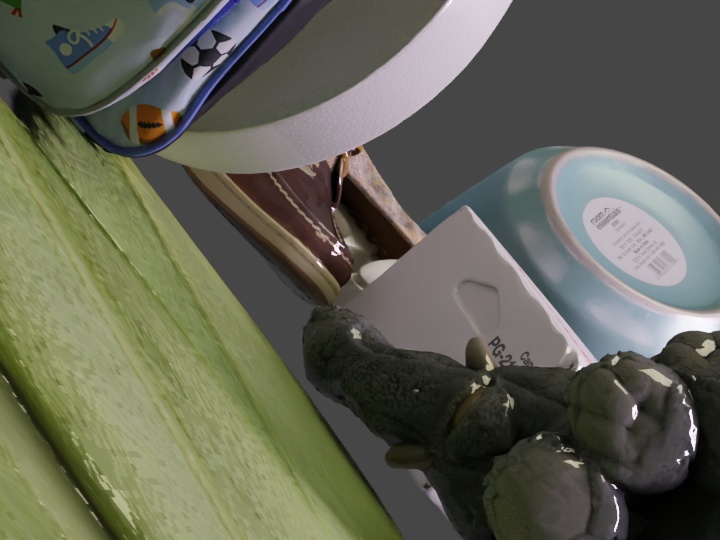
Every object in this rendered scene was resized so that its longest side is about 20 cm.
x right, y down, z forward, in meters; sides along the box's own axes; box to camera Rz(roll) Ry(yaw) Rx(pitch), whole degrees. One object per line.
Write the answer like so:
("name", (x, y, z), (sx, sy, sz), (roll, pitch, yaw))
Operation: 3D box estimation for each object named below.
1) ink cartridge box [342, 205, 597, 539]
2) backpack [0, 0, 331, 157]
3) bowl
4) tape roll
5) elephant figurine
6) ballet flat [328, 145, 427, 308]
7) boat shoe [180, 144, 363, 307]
("ink cartridge box", (0.087, 0.090, 1.091), (0.200, 0.084, 0.145), (49, 4, -31))
("backpack", (-0.081, -0.153, 0.835), (0.191, 0.200, 0.154), (47, 17, 1))
("bowl", (0.114, 0.017, 1.253), (0.200, 0.105, 0.201), (22, 36, -17))
("tape roll", (-0.029, -0.133, 0.979), (0.203, 0.203, 0.037), (53, 4, 35))
("elephant figurine", (0.078, 0.078, 0.897), (0.200, 0.141, 0.156), (-177, -106, -74))
("ballet flat", (0.000, 0.000, 1.192), (0.067, 0.068, 0.200), (9, 36, -54))
("boat shoe", (-0.038, -0.058, 1.133), (0.072, 0.072, 0.200), (48, 4, -33))
